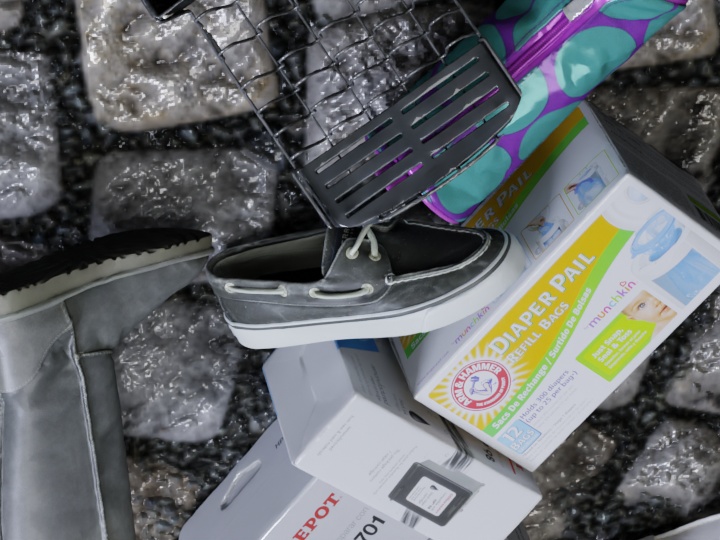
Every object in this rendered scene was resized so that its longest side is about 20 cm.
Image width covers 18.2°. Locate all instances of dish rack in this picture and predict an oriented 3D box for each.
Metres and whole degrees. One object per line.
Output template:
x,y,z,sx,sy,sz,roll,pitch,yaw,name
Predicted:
-0.011,-0.129,1.284,0.153,0.055,0.200,-35,89,11,dish rack

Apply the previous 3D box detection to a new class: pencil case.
0.096,-0.120,1.342,0.200,0.092,0.085,-45,82,17,pencil case

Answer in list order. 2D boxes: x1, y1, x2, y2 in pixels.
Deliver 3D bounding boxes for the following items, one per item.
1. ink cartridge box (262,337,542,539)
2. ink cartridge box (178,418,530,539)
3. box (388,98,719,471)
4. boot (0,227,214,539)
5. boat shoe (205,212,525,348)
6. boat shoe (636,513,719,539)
0.041,0.112,1.464,0.200,0.116,0.067,30,110,-29,ink cartridge box
-0.001,0.198,1.528,0.200,0.086,0.146,30,111,-29,ink cartridge box
0.124,0.011,1.427,0.112,0.101,0.200,32,110,-29,box
-0.155,0.086,1.373,0.182,0.073,0.200,-19,107,-29,boot
0.000,0.000,1.381,0.200,0.071,0.064,-12,128,20,boat shoe
0.190,0.226,1.599,0.200,0.071,0.069,-34,125,10,boat shoe
